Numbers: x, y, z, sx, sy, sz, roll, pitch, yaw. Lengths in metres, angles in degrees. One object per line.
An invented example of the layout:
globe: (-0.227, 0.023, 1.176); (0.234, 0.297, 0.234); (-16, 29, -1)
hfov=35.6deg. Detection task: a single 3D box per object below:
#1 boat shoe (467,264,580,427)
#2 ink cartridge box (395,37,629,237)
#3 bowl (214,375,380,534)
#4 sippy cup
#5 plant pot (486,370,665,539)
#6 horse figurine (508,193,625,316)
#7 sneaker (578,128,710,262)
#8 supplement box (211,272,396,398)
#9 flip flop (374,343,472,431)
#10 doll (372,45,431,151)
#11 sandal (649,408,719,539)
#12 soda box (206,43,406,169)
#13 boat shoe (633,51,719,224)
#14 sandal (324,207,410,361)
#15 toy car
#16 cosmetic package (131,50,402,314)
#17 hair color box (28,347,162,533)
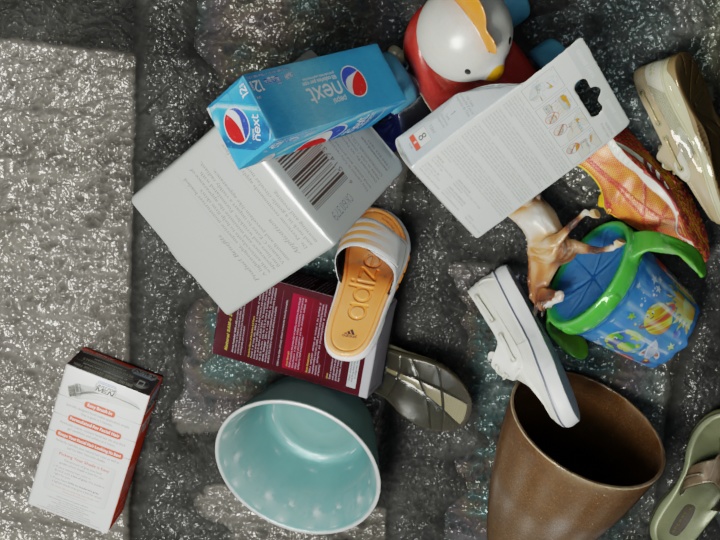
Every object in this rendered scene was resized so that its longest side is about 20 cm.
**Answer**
boat shoe: (0.179, 0.093, 1.262); (0.069, 0.071, 0.201); (-30, 68, 13)
ink cartridge box: (0.152, -0.137, 1.110); (0.199, 0.050, 0.162); (-38, 142, 10)
bowl: (-0.061, 0.201, 1.322); (0.198, 0.105, 0.203); (8, 125, 12)
sippy cup: (0.299, 0.036, 1.245); (0.130, 0.178, 0.141); (32, 79, -16)
plant pot: (0.224, 0.253, 1.300); (0.185, 0.187, 0.201); (21, 121, -1)
horse figurine: (0.203, -0.066, 1.234); (0.132, 0.050, 0.202); (-35, 78, 47)
sneaker: (0.312, -0.080, 1.246); (0.200, 0.073, 0.077); (47, 128, -5)
supplement box: (-0.067, 0.064, 1.296); (0.198, 0.061, 0.110); (15, 107, 15)
flip flop: (0.043, 0.124, 1.334); (0.198, 0.058, 0.082); (20, 108, 16)
doll: (0.049, -0.180, 1.240); (0.198, 0.048, 0.138); (-13, 95, 9)
sandal: (0.413, 0.258, 1.333); (0.079, 0.057, 0.203); (20, 108, -1)
soda box: (-0.048, -0.160, 1.076); (0.064, 0.199, 0.068); (-31, 86, 44)
boat shoe: (0.358, -0.137, 1.220); (0.065, 0.072, 0.201); (-11, 114, 45)
sandal: (0.008, 0.002, 1.226); (0.078, 0.208, 0.060); (7, 143, 8)
toy car: (0.114, -0.213, 1.114); (0.184, 0.200, 0.178); (-35, 83, -1)
cosmetic package: (-0.098, -0.091, 1.185); (0.199, 0.165, 0.165); (-29, 104, 43)
hair color box: (-0.329, 0.211, 1.389); (0.110, 0.064, 0.202); (21, 109, 0)
